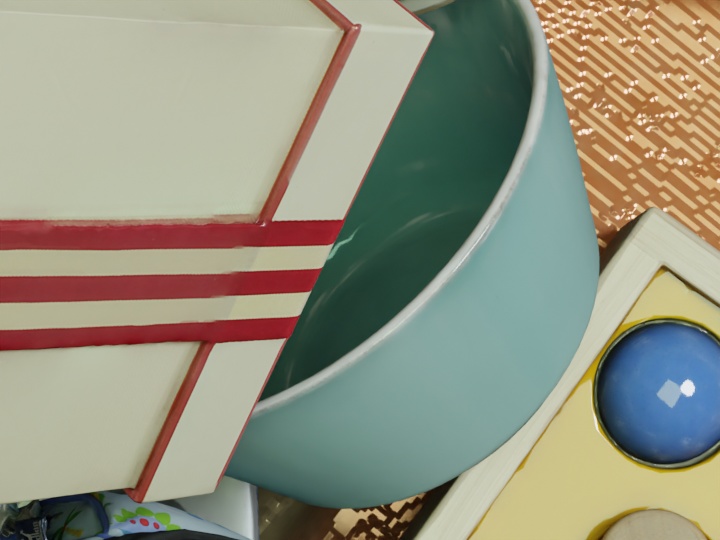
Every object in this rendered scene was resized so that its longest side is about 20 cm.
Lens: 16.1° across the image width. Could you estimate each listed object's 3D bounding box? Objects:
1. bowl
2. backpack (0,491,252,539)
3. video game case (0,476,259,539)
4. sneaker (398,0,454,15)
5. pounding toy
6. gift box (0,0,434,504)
[{"bbox_3d":[0.000,0.000,0.857,0.201,0.201,0.105,-44,127,-2],"label":"bowl"},{"bbox_3d":[-0.076,0.144,0.838,0.163,0.200,0.154,25,51,-25],"label":"backpack"},{"bbox_3d":[-0.137,0.099,0.948,0.199,0.022,0.183,-2,87,0],"label":"video game case"},{"bbox_3d":[-0.026,-0.122,0.829,0.200,0.090,0.067,-15,64,33],"label":"sneaker"},{"bbox_3d":[0.116,0.112,0.888,0.184,0.142,0.200,36,87,2],"label":"pounding toy"},{"bbox_3d":[-0.109,-0.057,0.717,0.200,0.186,0.185,49,122,32],"label":"gift box"}]
